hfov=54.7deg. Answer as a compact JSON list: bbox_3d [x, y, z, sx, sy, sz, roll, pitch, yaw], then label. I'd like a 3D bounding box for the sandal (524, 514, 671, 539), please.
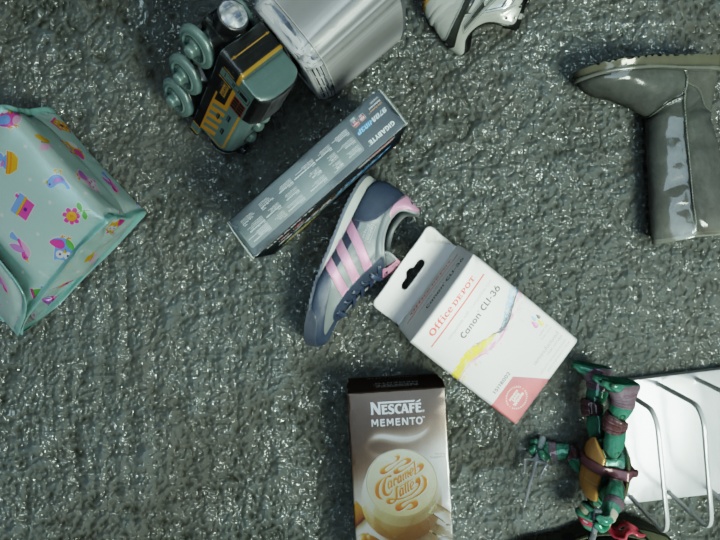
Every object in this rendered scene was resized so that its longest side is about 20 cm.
[{"bbox_3d":[0.260,0.333,0.794,0.195,0.080,0.059,-14,109,8],"label":"sandal"}]

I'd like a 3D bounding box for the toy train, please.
[{"bbox_3d":[-0.138,-0.192,0.724,0.085,0.199,0.115,-43,96,-28],"label":"toy train"}]

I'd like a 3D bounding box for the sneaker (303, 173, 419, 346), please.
[{"bbox_3d":[0.000,0.000,0.777,0.080,0.070,0.205,23,94,12],"label":"sneaker"}]

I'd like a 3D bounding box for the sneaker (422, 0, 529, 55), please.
[{"bbox_3d":[0.166,-0.312,0.754,0.197,0.076,0.089,-28,102,28],"label":"sneaker"}]

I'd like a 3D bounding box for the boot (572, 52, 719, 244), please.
[{"bbox_3d":[0.327,-0.132,0.777,0.176,0.073,0.206,-2,99,3],"label":"boot"}]

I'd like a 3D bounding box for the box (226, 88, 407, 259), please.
[{"bbox_3d":[-0.041,-0.096,0.735,0.199,0.159,0.046,-41,92,2],"label":"box"}]

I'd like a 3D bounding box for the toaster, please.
[{"bbox_3d":[-0.028,-0.262,0.707,0.129,0.200,0.114,-42,89,2],"label":"toaster"}]

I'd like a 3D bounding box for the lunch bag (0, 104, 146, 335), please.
[{"bbox_3d":[-0.370,-0.051,0.766,0.199,0.122,0.171,-42,93,11],"label":"lunch bag"}]

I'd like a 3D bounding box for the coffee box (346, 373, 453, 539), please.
[{"bbox_3d":[0.043,0.227,0.785,0.111,0.080,0.206,-4,92,1],"label":"coffee box"}]

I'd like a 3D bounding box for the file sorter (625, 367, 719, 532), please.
[{"bbox_3d":[0.393,0.190,0.754,0.194,0.125,0.143,-7,93,1],"label":"file sorter"}]

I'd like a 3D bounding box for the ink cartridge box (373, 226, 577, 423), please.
[{"bbox_3d":[0.123,0.058,0.762,0.198,0.068,0.118,37,93,-13],"label":"ink cartridge box"}]

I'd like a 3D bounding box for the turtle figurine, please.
[{"bbox_3d":[0.250,0.210,0.758,0.098,0.149,0.206,6,95,-24],"label":"turtle figurine"}]
